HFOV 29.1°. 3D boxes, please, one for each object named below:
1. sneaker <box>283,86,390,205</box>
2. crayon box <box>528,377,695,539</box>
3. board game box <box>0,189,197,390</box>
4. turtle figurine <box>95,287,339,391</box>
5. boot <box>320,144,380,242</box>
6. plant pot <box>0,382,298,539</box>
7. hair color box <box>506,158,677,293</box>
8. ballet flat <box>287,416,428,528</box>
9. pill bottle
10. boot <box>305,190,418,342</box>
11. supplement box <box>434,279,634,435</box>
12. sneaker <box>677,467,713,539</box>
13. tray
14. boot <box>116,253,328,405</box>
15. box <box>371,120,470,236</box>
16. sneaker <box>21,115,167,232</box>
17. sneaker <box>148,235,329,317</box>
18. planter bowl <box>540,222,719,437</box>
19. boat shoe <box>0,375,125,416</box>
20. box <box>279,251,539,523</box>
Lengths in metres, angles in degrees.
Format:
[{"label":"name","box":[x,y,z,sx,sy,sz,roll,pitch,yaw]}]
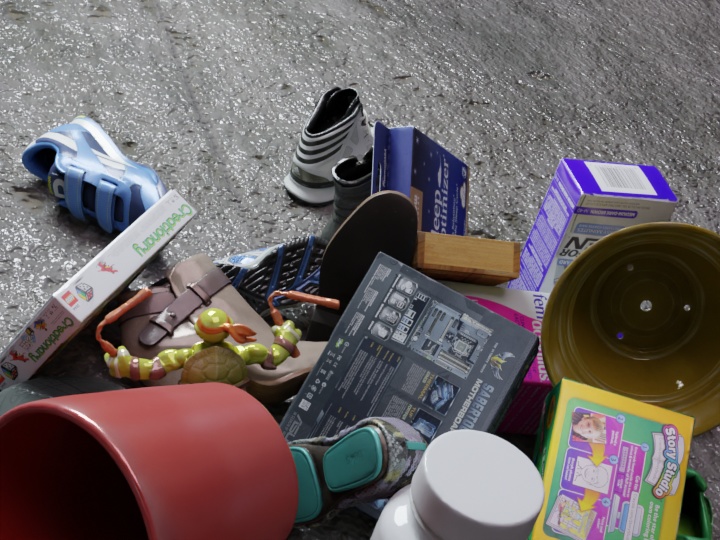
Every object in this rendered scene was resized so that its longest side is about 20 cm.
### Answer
[{"label":"sneaker","box":[0.006,-0.150,1.540,0.076,0.116,0.200,38,40,26]},{"label":"crayon box","box":[0.195,0.201,1.132,0.118,0.058,0.201,17,66,-2]},{"label":"board game box","box":[-0.231,0.016,1.205,0.035,0.126,0.200,44,37,-5]},{"label":"turtle figurine","box":[-0.110,0.091,1.120,0.198,0.162,0.064,-7,32,-19]},{"label":"boot","box":[0.038,-0.076,1.442,0.068,0.131,0.199,36,39,26]},{"label":"plant pot","box":[-0.152,0.169,1.000,0.200,0.201,0.177,37,30,25]},{"label":"hair color box","box":[0.221,-0.010,1.376,0.108,0.201,0.065,3,40,-21]},{"label":"ballet flat","box":[-0.014,0.160,1.084,0.072,0.200,0.073,13,66,-32]},{"label":"pill bottle","box":[0.059,0.217,1.005,0.113,0.201,0.115,12,36,-9]},{"label":"boot","box":[0.000,0.000,1.267,0.073,0.201,0.076,24,33,-1]},{"label":"supplement box","box":[0.138,0.085,1.283,0.198,0.104,0.102,7,55,-18]},{"label":"sneaker","box":[0.277,0.195,1.231,0.073,0.084,0.201,9,36,-12]},{"label":"tray","box":[0.067,0.002,1.321,0.098,0.200,0.037,5,79,-17]},{"label":"boot","box":[-0.112,0.052,1.229,0.199,0.070,0.147,-19,71,-28]},{"label":"box","box":[0.063,-0.067,1.382,0.032,0.122,0.200,-2,-10,25]},{"label":"sneaker","box":[-0.258,-0.079,1.372,0.082,0.074,0.200,-21,43,-39]},{"label":"sneaker","box":[-0.118,0.024,1.307,0.199,0.077,0.076,-15,89,-21]},{"label":"planter bowl","box":[0.254,0.043,1.211,0.199,0.202,0.084,17,18,-2]},{"label":"boat shoe","box":[-0.266,0.137,1.096,0.074,0.065,0.202,15,25,30]},{"label":"box","box":[0.037,0.108,1.165,0.157,0.201,0.051,27,-8,15]}]
